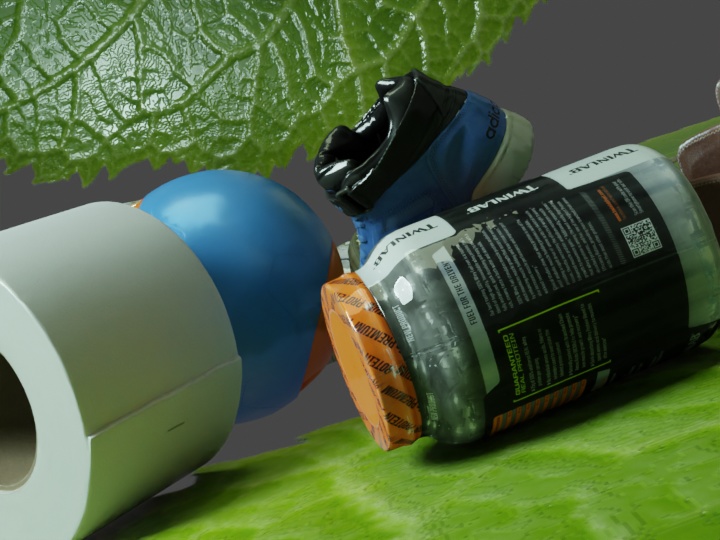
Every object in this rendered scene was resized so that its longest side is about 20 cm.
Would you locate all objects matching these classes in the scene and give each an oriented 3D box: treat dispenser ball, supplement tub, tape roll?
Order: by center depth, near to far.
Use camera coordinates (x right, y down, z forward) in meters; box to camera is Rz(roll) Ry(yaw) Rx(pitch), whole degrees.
[{"bbox_3d":[0.087,0.017,0.621,0.199,0.123,0.122,-20,5,-12],"label":"supplement tub"},{"bbox_3d":[-0.197,0.068,0.738,0.202,0.204,0.139,-16,6,37],"label":"tape roll"},{"bbox_3d":[-0.110,0.021,0.900,0.199,0.202,0.201,-19,5,2],"label":"treat dispenser ball"}]

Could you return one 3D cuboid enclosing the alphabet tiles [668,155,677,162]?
[{"bbox_3d":[0.193,-0.053,1.031,0.165,0.006,0.200,-25,-5,-15],"label":"alphabet tiles"}]

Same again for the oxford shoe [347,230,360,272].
[{"bbox_3d":[0.025,0.035,0.896,0.074,0.058,0.200,1,30,-9],"label":"oxford shoe"}]

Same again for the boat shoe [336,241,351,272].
[{"bbox_3d":[0.000,0.000,1.131,0.065,0.072,0.200,-30,3,-7],"label":"boat shoe"}]

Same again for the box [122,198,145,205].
[{"bbox_3d":[-0.216,0.029,1.200,0.201,0.106,0.152,-61,-9,17],"label":"box"}]

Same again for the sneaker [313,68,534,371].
[{"bbox_3d":[0.009,-0.028,0.689,0.201,0.111,0.077,-57,22,26],"label":"sneaker"}]

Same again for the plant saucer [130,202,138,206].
[{"bbox_3d":[-0.180,0.028,1.088,0.199,0.202,0.037,-18,11,13],"label":"plant saucer"}]

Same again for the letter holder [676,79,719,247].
[{"bbox_3d":[0.247,-0.053,0.633,0.100,0.143,0.200,-21,5,-19],"label":"letter holder"}]

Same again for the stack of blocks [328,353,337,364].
[{"bbox_3d":[-0.060,0.028,1.131,0.058,0.116,0.200,-20,5,-9],"label":"stack of blocks"}]
